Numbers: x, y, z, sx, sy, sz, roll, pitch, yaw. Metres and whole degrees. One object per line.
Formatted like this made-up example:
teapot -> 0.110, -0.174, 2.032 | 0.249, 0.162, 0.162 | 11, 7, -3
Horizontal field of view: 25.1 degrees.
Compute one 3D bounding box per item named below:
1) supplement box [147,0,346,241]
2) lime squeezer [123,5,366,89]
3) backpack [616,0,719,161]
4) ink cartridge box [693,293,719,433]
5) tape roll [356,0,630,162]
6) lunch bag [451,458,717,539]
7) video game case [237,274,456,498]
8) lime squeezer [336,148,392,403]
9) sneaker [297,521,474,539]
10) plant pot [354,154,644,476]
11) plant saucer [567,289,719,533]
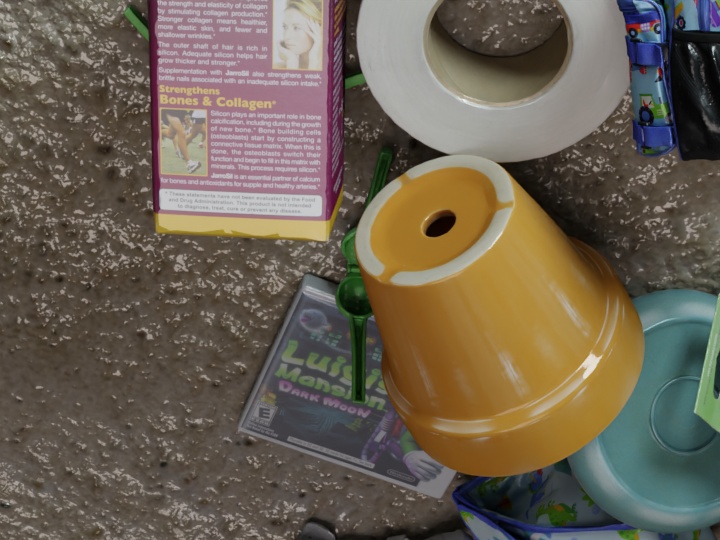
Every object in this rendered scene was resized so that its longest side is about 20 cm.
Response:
supplement box -> -0.078, -0.131, 1.154 | 0.131, 0.103, 0.200 | 4, 110, 4
lime squeezer -> -0.087, -0.142, 1.220 | 0.200, 0.038, 0.071 | 14, 130, -1
backpack -> 0.247, -0.187, 1.062 | 0.134, 0.183, 0.200 | -2, 113, 25
ink cartridge box -> 0.345, 0.104, 1.271 | 0.059, 0.104, 0.200 | -3, 152, 44
tape roll -> 0.099, -0.178, 1.149 | 0.202, 0.071, 0.203 | 4, 127, 5
lunch bag -> 0.199, 0.248, 1.436 | 0.200, 0.128, 0.170 | -7, 128, 34
video game case -> 0.013, 0.106, 1.406 | 0.200, 0.023, 0.182 | 20, 127, -8
lime squeezer -> 0.000, 0.000, 1.292 | 0.038, 0.071, 0.200 | 8, 97, 5
sneaker -> 0.006, 0.280, 1.506 | 0.115, 0.075, 0.200 | 39, 125, -24
plant pot -> 0.088, 0.021, 1.201 | 0.200, 0.200, 0.183 | -16, 134, 18
plant saucer -> 0.260, 0.116, 1.305 | 0.200, 0.027, 0.201 | 0, 92, -12
